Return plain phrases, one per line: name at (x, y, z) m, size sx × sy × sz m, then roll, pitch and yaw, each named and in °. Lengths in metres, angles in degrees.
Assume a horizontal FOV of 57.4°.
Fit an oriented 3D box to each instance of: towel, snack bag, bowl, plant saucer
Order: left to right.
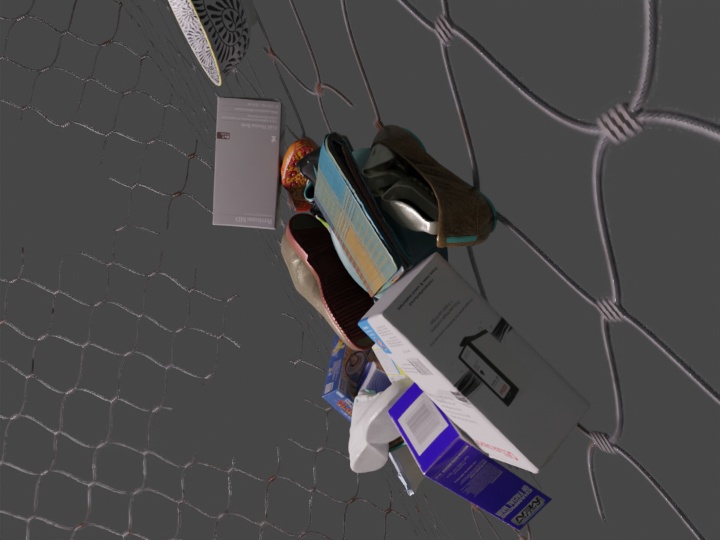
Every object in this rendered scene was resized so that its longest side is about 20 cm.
bowl at (-0.213, -0.384, 0.961) m, size 0.202 × 0.094 × 0.201 m, roll 57°, pitch 167°, yaw 21°
towel at (-0.004, -0.048, 0.685) m, size 0.148 × 0.022 × 0.200 m, roll 60°, pitch 170°, yaw 5°
plant saucer at (0.018, -0.041, 0.769) m, size 0.199 × 0.036 × 0.201 m, roll 34°, pitch 138°, yaw 38°
snack bag at (0.077, 0.263, 1.140) m, size 0.190 × 0.021 × 0.200 m, roll 61°, pitch -156°, yaw 6°

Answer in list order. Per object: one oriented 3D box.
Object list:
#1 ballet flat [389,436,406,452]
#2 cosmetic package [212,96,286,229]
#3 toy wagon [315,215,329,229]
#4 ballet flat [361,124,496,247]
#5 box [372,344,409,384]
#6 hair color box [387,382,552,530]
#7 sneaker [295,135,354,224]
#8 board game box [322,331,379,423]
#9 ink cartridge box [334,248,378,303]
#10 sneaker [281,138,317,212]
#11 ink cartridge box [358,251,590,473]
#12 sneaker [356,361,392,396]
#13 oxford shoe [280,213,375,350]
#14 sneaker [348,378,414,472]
ballet flat at (0.093, 0.195, 0.916) m, size 0.200 × 0.070 × 0.066 m, roll -35°, pitch 78°, yaw 37°
cosmetic package at (-0.177, -0.169, 1.057) m, size 0.090 × 0.106 × 0.202 m, roll -116°, pitch 28°, yaw -85°
toy wagon at (-0.017, -0.013, 1.132) m, size 0.201 × 0.039 × 0.156 m, roll 54°, pitch 167°, yaw 26°
ballet flat at (0.045, -0.080, 0.625) m, size 0.200 × 0.072 × 0.068 m, roll 51°, pitch 154°, yaw 42°
box at (0.089, 0.100, 0.824) m, size 0.118 × 0.048 × 0.200 m, roll 61°, pitch 152°, yaw -8°
hair color box at (0.131, 0.222, 0.787) m, size 0.200 × 0.065 × 0.109 m, roll 37°, pitch -171°, yaw -33°
sneaker at (-0.036, -0.100, 0.901) m, size 0.201 × 0.079 × 0.076 m, roll 77°, pitch 170°, yaw -53°
board game box at (0.008, 0.162, 1.068) m, size 0.135 × 0.034 × 0.201 m, roll 46°, pitch -149°, yaw -26°
ink cartridge box at (0.000, 0.000, 0.890) m, size 0.120 × 0.042 × 0.200 m, roll 60°, pitch 143°, yaw 6°
sneaker at (-0.103, -0.164, 1.076) m, size 0.200 × 0.072 × 0.078 m, roll 107°, pitch 142°, yaw -70°
ink cartridge box at (0.102, 0.090, 0.646) m, size 0.200 × 0.084 × 0.146 m, roll 44°, pitch 168°, yaw -1°
sneaker at (0.075, 0.203, 1.032) m, size 0.198 × 0.081 × 0.115 m, roll 31°, pitch -172°, yaw -17°
oxford shoe at (-0.043, 0.023, 0.869) m, size 0.201 × 0.070 × 0.075 m, roll 61°, pitch 143°, yaw 17°
sneaker at (0.022, 0.192, 0.898) m, size 0.201 × 0.075 × 0.089 m, roll 117°, pitch 148°, yaw -41°
